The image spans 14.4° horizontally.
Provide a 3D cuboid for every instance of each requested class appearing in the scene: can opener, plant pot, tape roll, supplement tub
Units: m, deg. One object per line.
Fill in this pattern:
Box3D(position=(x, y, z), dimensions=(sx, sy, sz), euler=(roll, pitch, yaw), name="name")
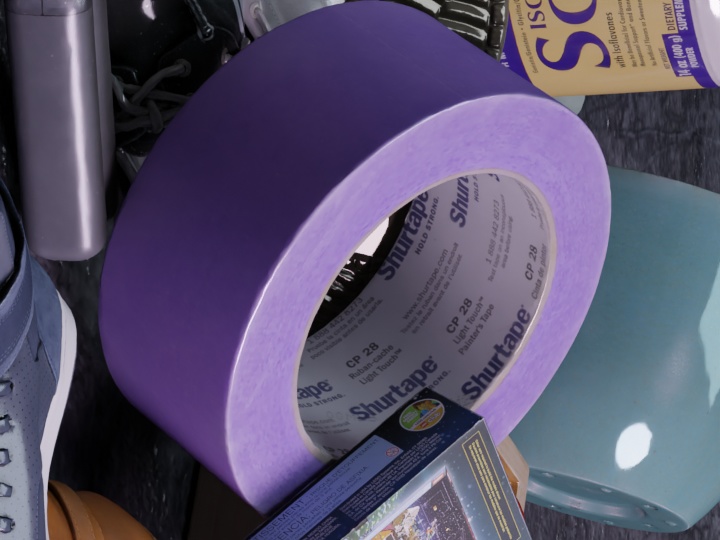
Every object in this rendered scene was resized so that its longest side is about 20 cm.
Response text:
Box3D(position=(-0.129, -0.099, 1.045), dimensions=(0.053, 0.067, 0.200), euler=(-80, 171, -59), name="can opener")
Box3D(position=(0.138, 0.050, 1.553), dimensions=(0.201, 0.200, 0.161), euler=(43, 62, -63), name="plant pot")
Box3D(position=(0.000, 0.000, 1.130), dimensions=(0.200, 0.085, 0.200), euler=(-27, 136, -29), name="tape roll")
Box3D(position=(0.106, -0.161, 1.455), dimensions=(0.145, 0.200, 0.146), euler=(-3, 90, -70), name="supplement tub")

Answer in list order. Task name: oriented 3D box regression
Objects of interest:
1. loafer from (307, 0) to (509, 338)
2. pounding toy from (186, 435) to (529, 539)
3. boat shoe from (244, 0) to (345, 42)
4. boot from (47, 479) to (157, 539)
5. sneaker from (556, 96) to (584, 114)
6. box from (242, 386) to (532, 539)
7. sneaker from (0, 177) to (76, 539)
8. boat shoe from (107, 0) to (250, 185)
Box3D(position=(-0.003, -0.061, 1.222), dimensions=(0.200, 0.076, 0.068), euler=(-64, -154, 13), name="loafer")
Box3D(position=(0.020, 0.152, 1.277), dimensions=(0.184, 0.142, 0.200), euler=(55, 38, -55), name="pounding toy")
Box3D(position=(-0.027, -0.055, 1.290), dimensions=(0.068, 0.072, 0.200), euler=(-31, 129, -30), name="boat shoe")
Box3D(position=(-0.102, 0.175, 1.034), dimensions=(0.155, 0.077, 0.200), euler=(49, 41, -62), name="boot")
Box3D(position=(0.109, -0.149, 1.647), dimensions=(0.200, 0.071, 0.073), euler=(57, 36, -54), name="sneaker")
Box3D(position=(0.018, 0.165, 1.144), dimensions=(0.137, 0.038, 0.200), euler=(-39, 129, -22), name="box")
Box3D(position=(-0.141, 0.056, 0.920), dimensions=(0.146, 0.077, 0.203), euler=(76, 11, -58), name="sneaker")
Box3D(position=(-0.079, -0.073, 1.131), dimensions=(0.200, 0.073, 0.068), euler=(80, 5, -46), name="boat shoe")
